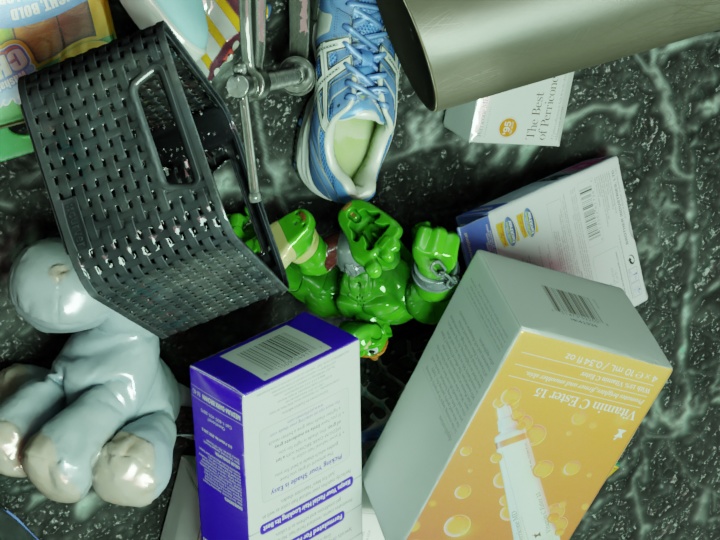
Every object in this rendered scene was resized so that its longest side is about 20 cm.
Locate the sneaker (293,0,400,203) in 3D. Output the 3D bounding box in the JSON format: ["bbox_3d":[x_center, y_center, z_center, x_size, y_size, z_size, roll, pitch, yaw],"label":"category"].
[{"bbox_3d":[0.003,-0.142,1.167,0.075,0.077,0.202,-2,109,-21],"label":"sneaker"}]

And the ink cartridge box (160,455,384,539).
[{"bbox_3d":[-0.057,0.232,1.296,0.198,0.085,0.147,7,108,-28],"label":"ink cartridge box"}]

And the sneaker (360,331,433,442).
[{"bbox_3d":[0.082,0.095,1.304,0.198,0.078,0.091,-23,124,-12],"label":"sneaker"}]

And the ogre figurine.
[{"bbox_3d":[0.000,0.000,1.182,0.198,0.099,0.120,-17,145,25],"label":"ogre figurine"}]

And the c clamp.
[{"bbox_3d":[-0.059,-0.149,1.078,0.027,0.200,0.173,-1,104,12],"label":"c clamp"}]

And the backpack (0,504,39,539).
[{"bbox_3d":[-0.321,0.204,1.107,0.201,0.189,0.154,55,46,-21],"label":"backpack"}]

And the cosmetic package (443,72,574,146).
[{"bbox_3d":[0.123,-0.195,1.212,0.082,0.051,0.202,1,111,-23],"label":"cosmetic package"}]

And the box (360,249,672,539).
[{"bbox_3d":[0.102,0.105,1.130,0.123,0.098,0.201,14,118,-24],"label":"box"}]

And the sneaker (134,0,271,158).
[{"bbox_3d":[-0.106,-0.156,1.115,0.089,0.075,0.202,3,111,-18],"label":"sneaker"}]

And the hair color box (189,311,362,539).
[{"bbox_3d":[-0.056,0.143,1.151,0.109,0.064,0.202,-23,123,-38],"label":"hair color box"}]

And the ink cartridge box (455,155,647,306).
[{"bbox_3d":[0.138,-0.004,1.244,0.199,0.042,0.121,-24,104,-45],"label":"ink cartridge box"}]

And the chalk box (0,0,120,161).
[{"bbox_3d":[-0.227,-0.162,1.031,0.123,0.124,0.202,-19,118,-14],"label":"chalk box"}]

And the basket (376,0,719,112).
[{"bbox_3d":[0.116,-0.197,1.095,0.198,0.181,0.137,-23,144,-5],"label":"basket"}]

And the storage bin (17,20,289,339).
[{"bbox_3d":[-0.120,-0.048,0.994,0.093,0.200,0.136,-20,77,4],"label":"storage bin"}]

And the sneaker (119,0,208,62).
[{"bbox_3d":[-0.122,-0.229,1.017,0.081,0.074,0.202,-23,83,21],"label":"sneaker"}]

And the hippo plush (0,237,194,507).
[{"bbox_3d":[-0.168,0.058,1.130,0.198,0.159,0.162,-1,112,-22],"label":"hippo plush"}]

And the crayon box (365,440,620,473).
[{"bbox_3d":[0.108,0.150,1.296,0.119,0.058,0.200,-42,144,14],"label":"crayon box"}]
